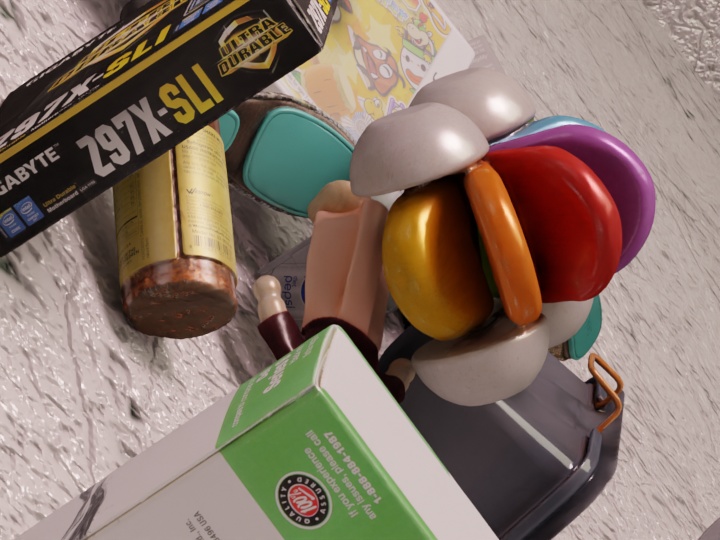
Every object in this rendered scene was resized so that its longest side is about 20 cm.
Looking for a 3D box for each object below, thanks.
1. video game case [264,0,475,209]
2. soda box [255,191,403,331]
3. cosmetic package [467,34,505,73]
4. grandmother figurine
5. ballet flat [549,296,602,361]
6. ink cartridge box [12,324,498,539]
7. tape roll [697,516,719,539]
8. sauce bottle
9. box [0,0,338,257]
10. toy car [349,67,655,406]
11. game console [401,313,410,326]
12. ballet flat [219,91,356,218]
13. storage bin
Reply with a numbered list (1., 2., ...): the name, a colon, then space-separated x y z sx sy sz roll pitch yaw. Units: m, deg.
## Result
1. video game case: -0.018 -0.158 1.613 0.200 0.023 0.182 50 42 -20
2. soda box: 0.000 0.000 1.648 0.068 0.063 0.200 58 16 1
3. cosmetic package: 0.091 -0.067 1.944 0.090 0.107 0.200 90 -23 -70
4. grandmother figurine: -0.012 0.040 1.462 0.121 0.061 0.200 24 47 -21
5. ballet flat: 0.129 -0.009 1.735 0.065 0.071 0.200 30 -31 22
6. ink cartridge box: -0.052 0.139 0.971 0.146 0.200 0.084 54 13 -12
7. tape roll: 0.338 0.262 1.910 0.200 0.200 0.066 59 15 8
8. sauce bottle: -0.104 -0.061 1.383 0.066 0.066 0.200 39 38 -49
9. box: -0.103 -0.099 1.277 0.049 0.200 0.160 54 16 -17
10. toy car: 0.096 -0.030 1.482 0.200 0.150 0.175 -39 111 -61
11. game console: 0.078 -0.010 1.798 0.200 0.116 0.176 64 17 14
12. ballet flat: -0.078 -0.087 1.517 0.200 0.072 0.072 20 36 -38
13. storage bin: 0.083 0.090 1.615 0.134 0.146 0.200 45 17 -6
